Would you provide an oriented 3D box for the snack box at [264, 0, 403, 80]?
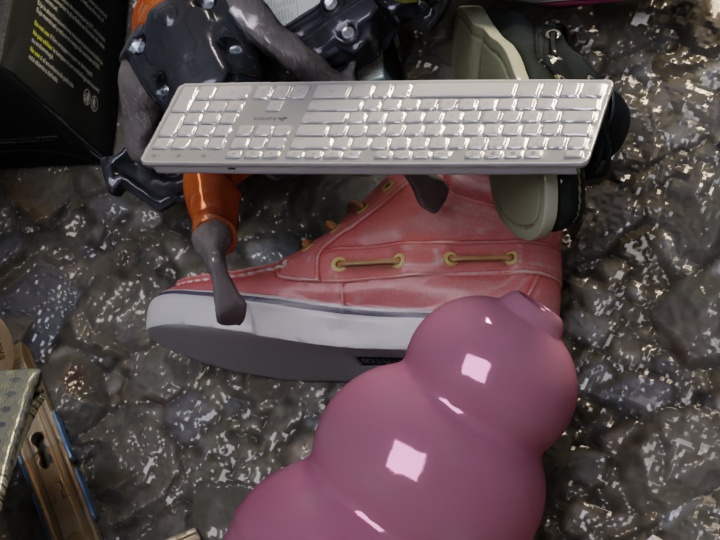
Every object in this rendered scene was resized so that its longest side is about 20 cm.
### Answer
[{"bbox_3d":[-0.045,-0.167,1.328,0.115,0.037,0.201,-12,67,17],"label":"snack box"}]

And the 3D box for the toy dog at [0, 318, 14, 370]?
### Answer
[{"bbox_3d":[-0.243,0.091,1.271,0.131,0.096,0.201,-19,61,35],"label":"toy dog"}]

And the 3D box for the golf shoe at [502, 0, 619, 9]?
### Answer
[{"bbox_3d":[0.135,-0.161,1.200,0.198,0.092,0.073,-3,91,6],"label":"golf shoe"}]

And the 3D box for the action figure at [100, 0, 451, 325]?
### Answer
[{"bbox_3d":[-0.037,-0.090,1.215,0.200,0.105,0.194,-38,52,1],"label":"action figure"}]

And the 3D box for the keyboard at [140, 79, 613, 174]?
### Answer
[{"bbox_3d":[0.006,-0.062,1.113,0.199,0.011,0.056,1,47,20],"label":"keyboard"}]

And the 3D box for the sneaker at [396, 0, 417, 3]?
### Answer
[{"bbox_3d":[0.001,-0.195,1.222,0.074,0.084,0.200,-43,28,6],"label":"sneaker"}]

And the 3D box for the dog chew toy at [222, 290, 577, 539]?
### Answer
[{"bbox_3d":[0.024,0.099,1.145,0.124,0.124,0.201,37,97,28],"label":"dog chew toy"}]

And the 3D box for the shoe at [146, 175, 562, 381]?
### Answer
[{"bbox_3d":[0.000,0.000,1.235,0.199,0.072,0.092,3,71,16],"label":"shoe"}]

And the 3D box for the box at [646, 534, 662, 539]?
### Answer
[{"bbox_3d":[0.068,0.195,1.111,0.200,0.039,0.041,-42,61,3],"label":"box"}]

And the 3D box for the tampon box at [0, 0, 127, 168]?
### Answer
[{"bbox_3d":[-0.209,-0.166,1.341,0.149,0.126,0.201,-3,70,19],"label":"tampon box"}]

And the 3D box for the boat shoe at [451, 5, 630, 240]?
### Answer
[{"bbox_3d":[0.087,-0.070,1.185,0.066,0.199,0.075,0,109,-8],"label":"boat shoe"}]

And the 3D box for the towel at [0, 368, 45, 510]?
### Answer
[{"bbox_3d":[-0.244,0.122,1.154,0.191,0.035,0.201,-5,38,13],"label":"towel"}]

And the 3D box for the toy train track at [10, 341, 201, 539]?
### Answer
[{"bbox_3d":[-0.144,0.121,1.265,0.114,0.033,0.201,-29,62,9],"label":"toy train track"}]
